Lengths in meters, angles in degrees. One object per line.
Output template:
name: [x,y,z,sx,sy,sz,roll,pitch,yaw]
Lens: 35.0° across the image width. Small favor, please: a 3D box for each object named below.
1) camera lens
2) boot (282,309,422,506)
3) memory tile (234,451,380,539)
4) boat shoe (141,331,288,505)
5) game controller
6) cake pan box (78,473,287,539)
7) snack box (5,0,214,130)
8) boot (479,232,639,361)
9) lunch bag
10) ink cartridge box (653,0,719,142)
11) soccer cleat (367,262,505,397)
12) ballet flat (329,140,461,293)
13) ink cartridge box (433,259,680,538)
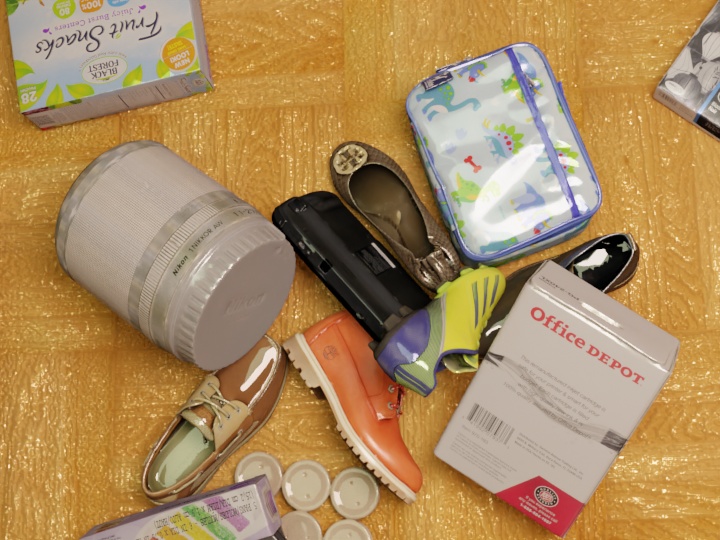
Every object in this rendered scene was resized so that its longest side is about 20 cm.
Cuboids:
camera lens: [-0.181,-0.018,1.100,0.199,0.160,0.161,34,85,23]
boot: [0.019,0.125,1.109,0.107,0.075,0.201,-32,76,-4]
memory tile: [-0.063,0.286,1.116,0.151,0.017,0.203,6,81,8]
boat shoe: [-0.144,0.149,1.121,0.075,0.074,0.201,34,86,12]
game controller: [0.000,0.000,1.122,0.200,0.104,0.042,48,116,12]
cake pan box: [-0.147,0.309,1.079,0.198,0.052,0.187,-17,90,10]
snack box: [-0.268,-0.257,1.215,0.197,0.068,0.171,-12,78,6]
boot: [0.179,0.019,1.092,0.199,0.097,0.075,-32,78,1]
lunch bag: [0.142,-0.115,1.132,0.159,0.082,0.202,-19,79,1]
ink cartridge box: [0.390,-0.231,1.141,0.099,0.039,0.201,35,85,12]
soccer cleat: [0.085,0.056,1.043,0.084,0.200,0.065,44,128,13]
ballet flat: [0.032,-0.059,1.139,0.067,0.046,0.201,-37,66,3]
ink cartridge box: [0.177,0.115,1.037,0.144,0.083,0.202,32,116,12]
